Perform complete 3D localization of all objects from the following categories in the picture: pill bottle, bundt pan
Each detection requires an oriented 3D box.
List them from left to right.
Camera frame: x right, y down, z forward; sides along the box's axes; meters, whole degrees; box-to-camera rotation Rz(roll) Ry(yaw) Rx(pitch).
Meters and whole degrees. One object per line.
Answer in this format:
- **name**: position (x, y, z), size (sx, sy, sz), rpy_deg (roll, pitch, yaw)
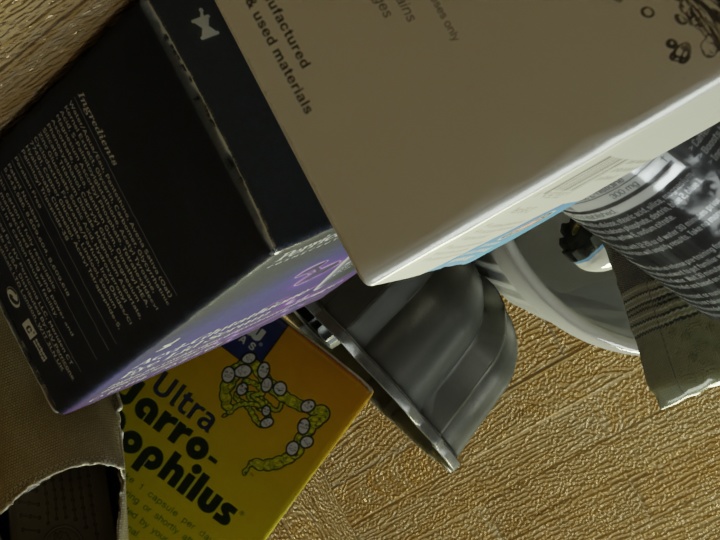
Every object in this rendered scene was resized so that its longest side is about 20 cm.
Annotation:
- **bundt pan**: position (0.000, 0.000, 1.274), size (0.076, 0.202, 0.202), rpy_deg (-45, 177, -5)
- **pill bottle**: position (0.088, -0.073, 0.933), size (0.106, 0.200, 0.107), rpy_deg (-39, -149, 29)

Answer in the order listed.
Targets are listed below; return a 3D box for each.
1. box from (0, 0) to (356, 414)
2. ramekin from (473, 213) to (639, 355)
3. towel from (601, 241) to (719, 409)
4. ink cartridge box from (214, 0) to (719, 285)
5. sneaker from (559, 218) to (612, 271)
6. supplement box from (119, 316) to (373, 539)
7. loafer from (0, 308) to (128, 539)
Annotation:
- **box**: position (-0.046, -0.042, 1.028), size (0.148, 0.105, 0.200), rpy_deg (-24, 174, -34)
- **ramekin**: position (0.125, -0.061, 1.273), size (0.199, 0.201, 0.105), rpy_deg (-27, -170, -19)
- **towel**: position (0.186, -0.052, 1.094), size (0.199, 0.193, 0.035), rpy_deg (-23, 142, 13)
- **ink cartridge box**: position (0.066, -0.108, 0.731), size (0.199, 0.145, 0.147), rpy_deg (-29, 176, 11)
- **sneaker**: position (0.168, -0.069, 1.197), size (0.200, 0.073, 0.072), rpy_deg (-47, -163, -12)
- **supplement box**: position (-0.100, 0.105, 1.220), size (0.200, 0.109, 0.109), rpy_deg (-54, -176, -10)
- **loafer**: position (-0.131, 0.066, 1.108), size (0.076, 0.201, 0.067), rpy_deg (-20, -166, -17)
